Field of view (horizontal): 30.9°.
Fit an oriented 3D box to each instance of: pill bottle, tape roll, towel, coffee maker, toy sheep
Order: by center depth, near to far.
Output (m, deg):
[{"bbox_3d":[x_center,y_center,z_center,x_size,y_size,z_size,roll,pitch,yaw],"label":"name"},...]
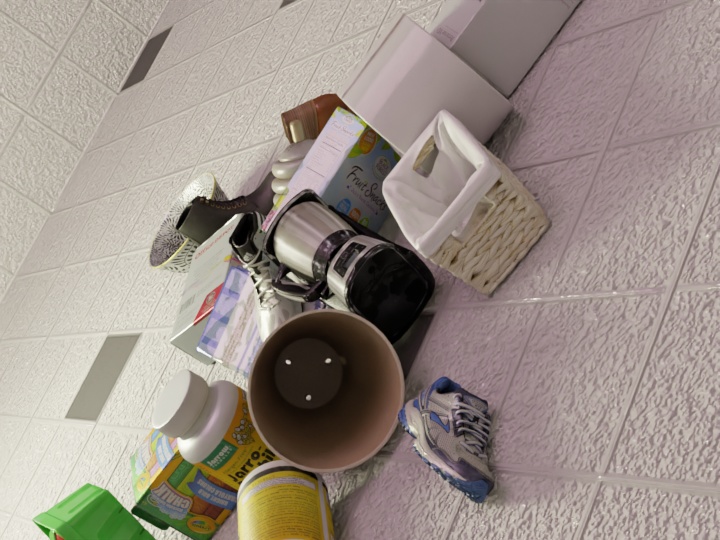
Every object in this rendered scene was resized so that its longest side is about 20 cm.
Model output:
[{"bbox_3d":[-0.083,0.320,1.479,0.113,0.112,0.201,-46,26,20],"label":"pill bottle"},{"bbox_3d":[-0.161,0.209,1.649,0.113,0.199,0.114,-41,28,28],"label":"pill bottle"},{"bbox_3d":[0.000,0.000,1.682,0.199,0.190,0.136,34,106,46],"label":"coffee maker"},{"bbox_3d":[0.086,-0.225,1.725,0.140,0.202,0.203,-51,25,9],"label":"tape roll"},{"bbox_3d":[-0.139,0.083,1.865,0.198,0.024,0.149,20,84,37],"label":"towel"},{"bbox_3d":[-0.068,-0.125,1.923,0.136,0.203,0.138,-17,10,3],"label":"toy sheep"}]

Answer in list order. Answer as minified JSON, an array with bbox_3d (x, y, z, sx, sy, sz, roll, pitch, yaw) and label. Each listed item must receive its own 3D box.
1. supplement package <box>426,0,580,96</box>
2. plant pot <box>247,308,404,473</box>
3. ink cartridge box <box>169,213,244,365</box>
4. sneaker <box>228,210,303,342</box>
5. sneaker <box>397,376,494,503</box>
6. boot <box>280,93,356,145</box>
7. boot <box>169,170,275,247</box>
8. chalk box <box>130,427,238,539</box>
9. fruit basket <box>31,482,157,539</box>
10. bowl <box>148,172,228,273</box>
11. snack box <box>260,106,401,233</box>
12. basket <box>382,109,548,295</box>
[{"bbox_3d":[0.203,-0.361,1.775,0.201,0.117,0.117,-53,25,7],"label":"supplement package"},{"bbox_3d":[-0.053,0.136,1.601,0.189,0.186,0.200,-57,8,-3],"label":"plant pot"},{"bbox_3d":[-0.220,0.029,2.117,0.145,0.082,0.202,-36,31,38],"label":"ink cartridge box"},{"bbox_3d":[-0.143,0.012,1.806,0.075,0.115,0.204,-19,63,26],"label":"sneaker"},{"bbox_3d":[0.101,0.168,1.376,0.085,0.077,0.200,-49,26,5],"label":"sneaker"},{"bbox_3d":[-0.031,-0.186,2.017,0.153,0.202,0.077,-18,32,-7],"label":"boot"},{"bbox_3d":[-0.219,-0.114,2.222,0.202,0.138,0.077,-59,25,-8],"label":"boot"},{"bbox_3d":[-0.237,0.281,1.798,0.201,0.124,0.124,-53,24,10],"label":"chalk box"},{"bbox_3d":[-0.380,0.423,1.790,0.155,0.214,0.218,-3,57,60],"label":"fruit basket"},{"bbox_3d":[-0.288,-0.067,2.345,0.200,0.094,0.202,-41,28,28],"label":"bowl"},{"bbox_3d":[-0.028,-0.100,1.816,0.067,0.168,0.202,29,86,32],"label":"snack box"},{"bbox_3d":[0.126,-0.082,1.571,0.136,0.123,0.201,-49,26,12],"label":"basket"}]
